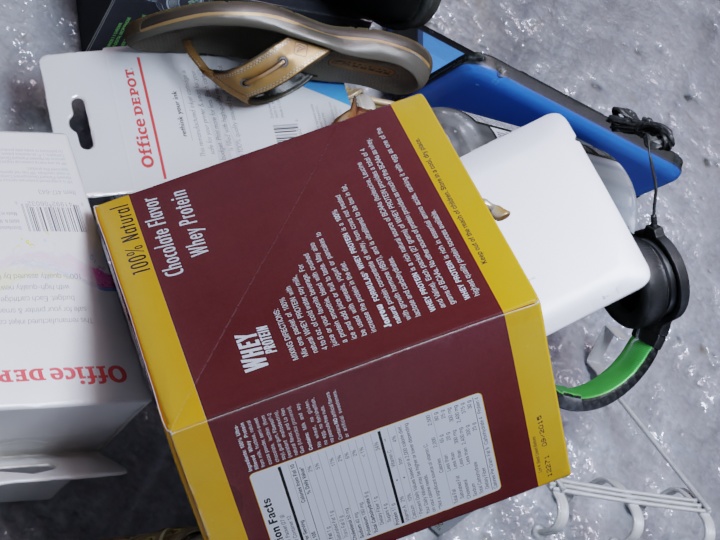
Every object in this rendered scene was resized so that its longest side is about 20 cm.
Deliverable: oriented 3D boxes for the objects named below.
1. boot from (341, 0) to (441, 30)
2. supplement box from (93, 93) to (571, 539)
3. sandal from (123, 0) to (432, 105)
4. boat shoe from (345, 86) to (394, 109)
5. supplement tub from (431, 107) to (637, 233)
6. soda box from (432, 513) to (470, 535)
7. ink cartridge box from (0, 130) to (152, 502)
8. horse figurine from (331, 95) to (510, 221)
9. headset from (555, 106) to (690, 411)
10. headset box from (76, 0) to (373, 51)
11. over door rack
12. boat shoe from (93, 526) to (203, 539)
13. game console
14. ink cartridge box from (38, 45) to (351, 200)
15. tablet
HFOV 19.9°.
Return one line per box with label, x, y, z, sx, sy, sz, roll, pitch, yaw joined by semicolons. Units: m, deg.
boot;-0.060;-0.225;1.341;0.157;0.080;0.211;-21;59;-45
supplement box;-0.018;0.037;1.121;0.199;0.133;0.198;-19;41;-6
sandal;-0.052;-0.130;1.307;0.199;0.082;0.055;11;77;-17
boat shoe;-0.009;-0.099;1.453;0.199;0.069;0.074;5;57;-37
supplement tub;0.087;-0.043;1.423;0.199;0.122;0.123;10;53;-38
soda box;0.010;0.075;1.339;0.200;0.068;0.064;42;43;-6
ink cartridge box;-0.216;0.038;1.137;0.128;0.125;0.201;0;60;-39
horse figurine;0.000;0.000;1.267;0.132;0.050;0.201;28;80;11
headset;0.161;-0.007;1.379;0.123;0.201;0.094;15;12;-38
headset box;-0.109;-0.229;1.437;0.199;0.093;0.175;7;55;-25
over door rack;0.148;0.118;1.434;0.147;0.067;0.201;12;39;-33
boat shoe;-0.096;0.171;1.140;0.198;0.067;0.074;-1;60;-12
game console;0.129;-0.136;1.551;0.199;0.170;0.119;24;65;-23
ink cartridge box;-0.107;-0.084;1.337;0.199;0.068;0.117;-5;61;-18
tablet;0.071;-0.006;1.304;0.199;0.014;0.131;-26;76;-9
